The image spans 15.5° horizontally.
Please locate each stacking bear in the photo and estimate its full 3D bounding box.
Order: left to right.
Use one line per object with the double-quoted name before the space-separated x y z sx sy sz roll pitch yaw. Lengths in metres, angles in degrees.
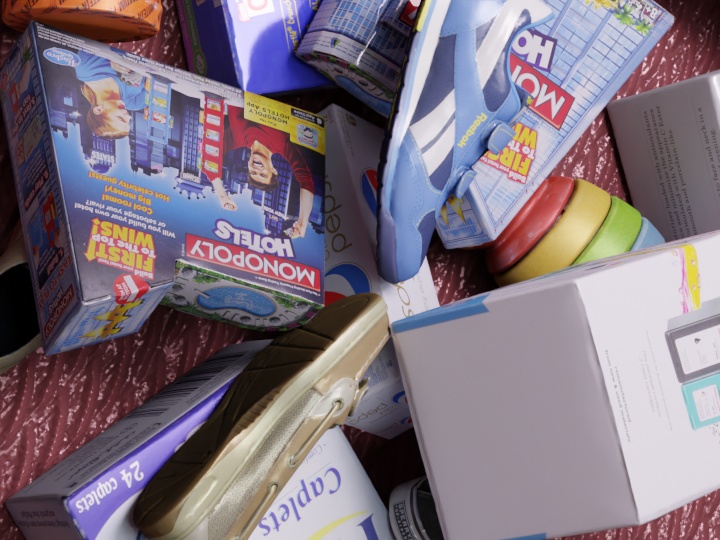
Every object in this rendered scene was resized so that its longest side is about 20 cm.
"stacking bear" 0.130 -0.012 1.760 0.200 0.121 0.114 40 79 -10

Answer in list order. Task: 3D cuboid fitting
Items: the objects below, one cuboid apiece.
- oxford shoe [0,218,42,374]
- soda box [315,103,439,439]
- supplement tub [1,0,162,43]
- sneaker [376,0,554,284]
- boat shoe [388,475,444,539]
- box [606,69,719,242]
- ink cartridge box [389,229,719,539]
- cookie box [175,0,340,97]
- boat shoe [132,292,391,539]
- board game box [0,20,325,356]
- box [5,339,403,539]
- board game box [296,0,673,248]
"oxford shoe" -0.183 0.001 1.600 0.070 0.075 0.200 46 64 -15
"soda box" 0.000 0.000 1.655 0.068 0.064 0.200 23 45 -49
"supplement tub" -0.164 -0.246 1.610 0.122 0.122 0.200 7 82 -28
"sneaker" 0.057 -0.084 1.578 0.082 0.074 0.200 15 98 -5
"boat shoe" 0.087 0.141 1.690 0.071 0.064 0.200 67 25 -1
"box" 0.306 -0.052 1.845 0.200 0.131 0.199 -17 93 -30
"ink cartridge box" 0.148 0.069 1.592 0.200 0.147 0.146 -16 91 -50
"cookie box" -0.021 -0.203 1.711 0.200 0.075 0.171 -10 89 -30
"boat shoe" -0.047 0.096 1.552 0.201 0.073 0.063 -49 113 -22
"board game box" -0.122 -0.030 1.573 0.200 0.062 0.200 18 50 -20
"box" -0.082 0.174 1.622 0.184 0.105 0.200 -35 102 -27
"board game box" 0.071 -0.127 1.665 0.200 0.062 0.200 33 70 -21
